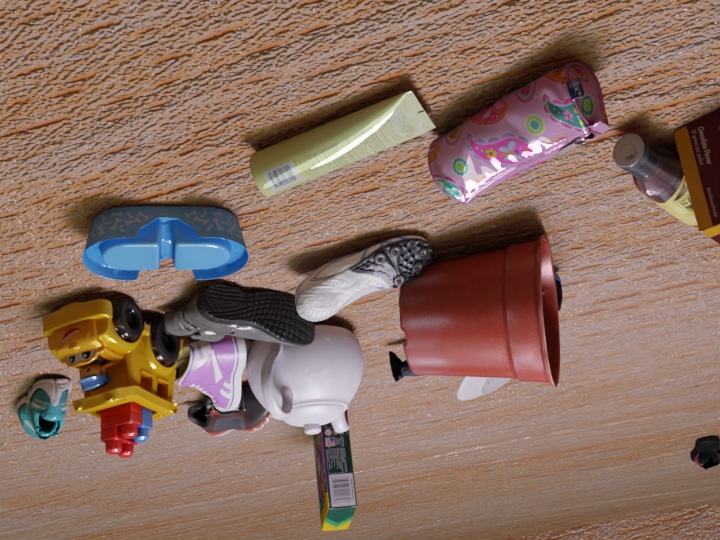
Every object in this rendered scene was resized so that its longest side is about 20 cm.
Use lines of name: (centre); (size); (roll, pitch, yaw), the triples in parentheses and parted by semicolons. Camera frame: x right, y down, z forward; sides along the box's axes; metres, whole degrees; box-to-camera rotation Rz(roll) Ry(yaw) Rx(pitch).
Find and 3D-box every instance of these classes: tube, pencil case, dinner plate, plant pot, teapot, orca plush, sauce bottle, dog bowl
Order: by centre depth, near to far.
pencil case: (0.166, -0.141, 1.091); (0.199, 0.089, 0.087); (-26, 148, 36)
tube: (-0.022, -0.136, 1.107); (0.198, 0.052, 0.058); (-20, -167, 18)
sauce bottle: (0.364, -0.107, 1.229); (0.066, 0.067, 0.199); (-26, 150, 35)
dog bowl: (-0.235, -0.035, 1.254); (0.197, 0.050, 0.112); (-1, 154, -12)
plant pot: (0.161, 0.060, 1.398); (0.192, 0.204, 0.201); (-5, 156, 16)
teapot: (-0.083, 0.176, 1.587); (0.197, 0.148, 0.197); (2, 159, -22)
dinner plate: (0.233, 0.141, 1.636); (0.199, 0.024, 0.201); (-34, 155, -18)
orca plush: (0.142, 0.118, 1.669); (0.197, 0.072, 0.105); (-6, -161, 9)

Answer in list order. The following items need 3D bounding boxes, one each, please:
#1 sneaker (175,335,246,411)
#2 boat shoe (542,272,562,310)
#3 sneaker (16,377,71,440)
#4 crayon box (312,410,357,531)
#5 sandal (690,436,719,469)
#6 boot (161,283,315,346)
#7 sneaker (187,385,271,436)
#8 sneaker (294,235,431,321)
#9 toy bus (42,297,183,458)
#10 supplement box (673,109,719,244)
sneaker: (-0.244, 0.163, 1.613); (0.113, 0.073, 0.202); (-13, 146, -20)
boat shoe: (0.201, 0.058, 1.520); (0.199, 0.070, 0.084); (-26, 148, 34)
sneaker: (-0.526, 0.242, 1.714); (0.076, 0.081, 0.200); (5, 153, -22)
crayon box: (-0.050, 0.365, 1.937); (0.057, 0.203, 0.173); (-3, 154, -7)
sandal: (0.833, 0.446, 2.489); (0.074, 0.046, 0.200); (-13, 153, 13)
boot: (-0.174, 0.073, 1.489); (0.198, 0.069, 0.130); (18, 153, -32)
sneaker: (-0.225, 0.238, 1.787); (0.199, 0.078, 0.081); (-28, 141, 36)
sneaker: (0.000, 0.000, 1.379); (0.198, 0.073, 0.072); (-25, 123, 10)
toy bus: (-0.347, 0.156, 1.454); (0.134, 0.195, 0.200); (-15, 152, 21)
supplement box: (0.500, -0.109, 1.178); (0.196, 0.135, 0.199); (-26, 148, 35)
